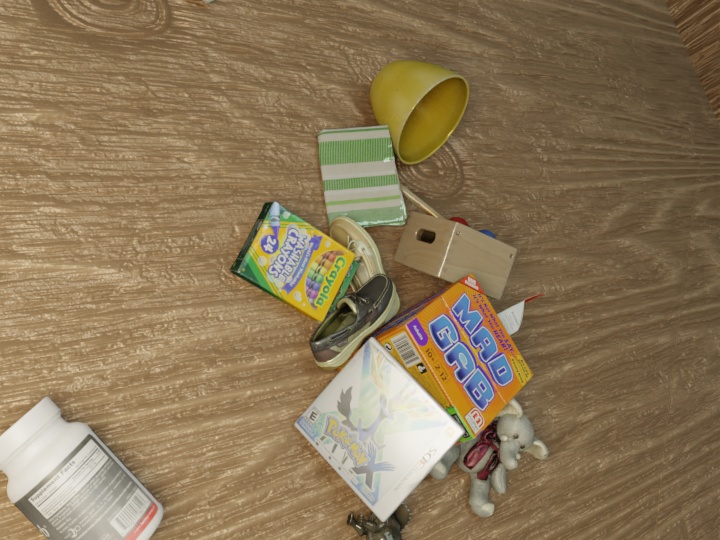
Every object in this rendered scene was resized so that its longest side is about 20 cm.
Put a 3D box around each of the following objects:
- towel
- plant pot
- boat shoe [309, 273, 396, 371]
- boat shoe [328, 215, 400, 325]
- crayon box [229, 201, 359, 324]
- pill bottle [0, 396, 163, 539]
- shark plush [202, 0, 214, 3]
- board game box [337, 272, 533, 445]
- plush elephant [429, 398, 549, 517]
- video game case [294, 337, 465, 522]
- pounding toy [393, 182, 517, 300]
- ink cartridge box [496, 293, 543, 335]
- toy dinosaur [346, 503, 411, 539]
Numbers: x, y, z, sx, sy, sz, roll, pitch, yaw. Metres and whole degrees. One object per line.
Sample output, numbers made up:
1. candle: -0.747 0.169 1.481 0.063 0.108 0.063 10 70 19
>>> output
1. towel: 0.000 -0.174 1.414 0.149 0.023 0.204 -5 72 -13
2. plant pot: 0.099 -0.338 1.520 0.198 0.202 0.142 -22 56 -43
3. boat shoe: -0.011 0.071 1.232 0.201 0.071 0.067 -50 135 -28
4. boat shoe: -0.001 0.002 1.330 0.063 0.072 0.204 -33 98 -48
5. crayon box: -0.095 -0.005 1.233 0.198 0.051 0.127 32 78 -24
6. pill bottle: -0.337 0.254 0.893 0.201 0.115 0.116 50 47 -8
7. shark plush: -0.330 -0.567 1.368 0.201 0.091 0.083 53 23 22
8. board game box: 0.120 0.164 1.259 0.199 0.199 0.202 -32 90 -44
9. plush elephant: 0.236 0.303 1.313 0.165 0.154 0.201 47 46 -16
10. video game case: 0.026 0.236 1.142 0.200 0.183 0.022 43 2 16
11. pounding toy: 0.160 -0.057 1.422 0.182 0.199 0.145 19 92 -31
12. ink cartridge box: 0.241 0.113 1.412 0.198 0.159 0.048 -18 78 -43
13. toy dinosaur: 0.030 0.418 1.144 0.100 0.077 0.203 16 54 -17
